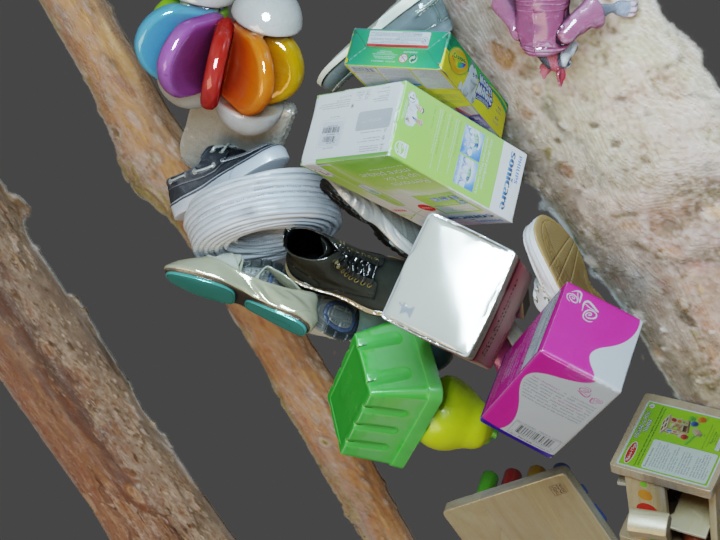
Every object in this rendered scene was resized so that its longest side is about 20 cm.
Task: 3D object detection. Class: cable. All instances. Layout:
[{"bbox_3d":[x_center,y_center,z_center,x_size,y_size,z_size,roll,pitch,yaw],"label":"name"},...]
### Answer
[{"bbox_3d":[-0.119,-0.065,1.662,0.197,0.070,0.200,-10,166,-3],"label":"cable"}]

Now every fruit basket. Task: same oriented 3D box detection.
[{"bbox_3d":[0.077,0.165,1.761,0.213,0.157,0.217,-11,147,-7],"label":"fruit basket"}]

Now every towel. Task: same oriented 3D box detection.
[{"bbox_3d":[-0.156,-0.175,1.705,0.132,0.035,0.201,34,140,4],"label":"towel"}]

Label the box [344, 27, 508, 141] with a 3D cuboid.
[{"bbox_3d":[0.079,-0.191,1.434,0.116,0.049,0.200,8,164,29],"label":"box"}]

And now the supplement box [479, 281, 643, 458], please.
[{"bbox_3d":[0.226,0.117,1.539,0.100,0.104,0.200,27,149,-2],"label":"supplement box"}]

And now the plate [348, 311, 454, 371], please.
[{"bbox_3d":[0.043,0.054,1.779,0.198,0.026,0.202,22,139,20],"label":"plate"}]

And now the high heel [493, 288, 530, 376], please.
[{"bbox_3d":[0.163,0.094,1.687,0.095,0.067,0.202,7,118,20],"label":"high heel"}]

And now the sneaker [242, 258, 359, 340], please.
[{"bbox_3d":[-0.097,0.045,1.756,0.199,0.075,0.087,29,160,-34],"label":"sneaker"}]

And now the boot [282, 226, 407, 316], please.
[{"bbox_3d":[0.000,0.000,1.630,0.197,0.078,0.138,7,165,5],"label":"boot"}]

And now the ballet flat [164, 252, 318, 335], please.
[{"bbox_3d":[-0.141,0.017,1.660,0.198,0.070,0.070,24,142,-5],"label":"ballet flat"}]

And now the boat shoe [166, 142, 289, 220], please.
[{"bbox_3d":[-0.171,-0.127,1.687,0.199,0.071,0.069,-24,81,41],"label":"boat shoe"}]

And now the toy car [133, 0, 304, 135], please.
[{"bbox_3d":[-0.169,-0.244,1.532,0.198,0.150,0.177,25,124,16],"label":"toy car"}]

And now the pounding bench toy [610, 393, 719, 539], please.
[{"bbox_3d":[0.368,0.281,1.603,0.123,0.200,0.157,11,134,29],"label":"pounding bench toy"}]

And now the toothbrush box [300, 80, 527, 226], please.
[{"bbox_3d":[0.059,-0.121,1.460,0.199,0.087,0.145,23,165,-40],"label":"toothbrush box"}]

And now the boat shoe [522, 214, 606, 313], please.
[{"bbox_3d":[0.229,0.026,1.565,0.069,0.071,0.201,-9,123,41],"label":"boat shoe"}]

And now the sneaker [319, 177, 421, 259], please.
[{"bbox_3d":[0.043,-0.070,1.618,0.200,0.080,0.074,41,174,-29],"label":"sneaker"}]

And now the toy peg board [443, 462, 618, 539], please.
[{"bbox_3d":[0.254,0.346,1.862,0.198,0.098,0.201,-24,113,31],"label":"toy peg board"}]

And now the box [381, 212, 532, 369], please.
[{"bbox_3d":[0.114,0.028,1.527,0.108,0.129,0.200,25,179,14],"label":"box"}]

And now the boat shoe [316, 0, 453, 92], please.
[{"bbox_3d":[0.025,-0.238,1.469,0.062,0.073,0.199,49,135,-8],"label":"boat shoe"}]

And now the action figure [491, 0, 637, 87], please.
[{"bbox_3d":[0.177,-0.266,1.272,0.132,0.149,0.202,3,116,28],"label":"action figure"}]
